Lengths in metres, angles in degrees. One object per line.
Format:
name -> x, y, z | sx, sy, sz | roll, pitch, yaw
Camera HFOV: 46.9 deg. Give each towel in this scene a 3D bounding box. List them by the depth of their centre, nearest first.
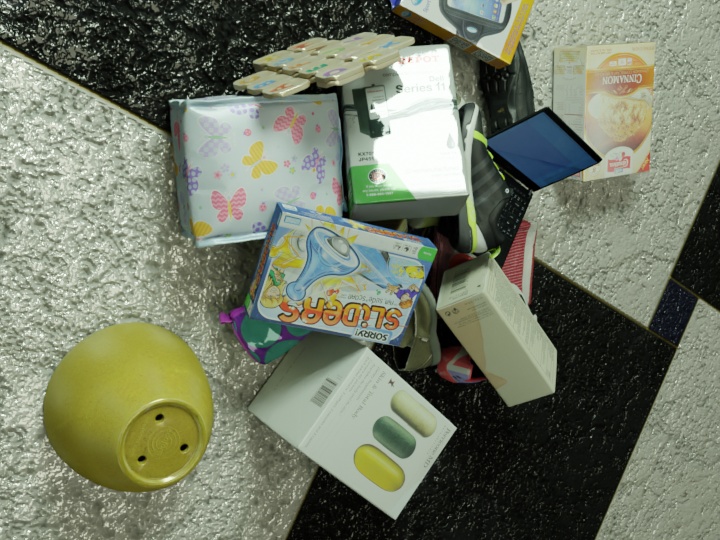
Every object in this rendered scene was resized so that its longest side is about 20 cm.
towel -> 0.191, -0.004, 1.266 | 0.198, 0.023, 0.146 | -5, 104, -31

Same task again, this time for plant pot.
plant pot -> -0.251, 0.176, 0.959 | 0.198, 0.142, 0.202 | -8, 105, -30

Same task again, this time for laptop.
laptop -> 0.226, -0.108, 1.171 | 0.177, 0.103, 0.202 | 26, 87, -45

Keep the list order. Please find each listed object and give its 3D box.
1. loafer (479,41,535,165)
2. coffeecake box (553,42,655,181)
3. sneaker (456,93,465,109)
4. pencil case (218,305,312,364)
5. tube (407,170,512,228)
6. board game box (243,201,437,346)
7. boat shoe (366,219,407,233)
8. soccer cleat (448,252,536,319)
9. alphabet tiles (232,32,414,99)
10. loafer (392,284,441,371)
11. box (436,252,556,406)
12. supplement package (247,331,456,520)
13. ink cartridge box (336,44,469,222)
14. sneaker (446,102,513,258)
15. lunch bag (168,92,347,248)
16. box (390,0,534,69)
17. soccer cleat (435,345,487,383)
loafer -> 0.218, -0.255, 1.204 | 0.070, 0.068, 0.203 | -24, 109, -49
coffeecake box -> 0.379, -0.250, 1.297 | 0.152, 0.073, 0.202 | -12, 108, -30
sneaker -> 0.101, -0.151, 1.139 | 0.115, 0.075, 0.202 | 40, 74, -31
pencil case -> -0.072, 0.031, 1.040 | 0.199, 0.085, 0.093 | -38, 124, 2
tube -> 0.153, -0.101, 1.206 | 0.199, 0.052, 0.058 | -12, 147, -35
board game box -> -0.023, 0.008, 0.976 | 0.198, 0.035, 0.136 | 12, 111, -23
boat shoe -> -0.002, -0.002, 1.122 | 0.202, 0.073, 0.063 | -57, 153, -14
soccer cleat -> 0.200, 0.038, 1.238 | 0.200, 0.068, 0.085 | 46, 39, -19
alphabet tiles -> -0.044, -0.243, 0.957 | 0.195, 0.200, 0.015 | -28, 120, -22
loafer -> 0.065, 0.073, 1.157 | 0.069, 0.075, 0.201 | -29, 130, -15
box -> 0.194, 0.085, 1.159 | 0.201, 0.077, 0.095 | 53, 32, -22
supplement package -> -0.010, 0.197, 1.109 | 0.200, 0.150, 0.152 | 44, 77, -32
ink cartridge box -> 0.048, -0.171, 1.031 | 0.145, 0.083, 0.202 | -5, 77, -5
sneaker -> 0.158, -0.117, 1.091 | 0.082, 0.072, 0.202 | -1, 97, -12
lunch bag -> -0.117, -0.123, 0.987 | 0.198, 0.127, 0.171 | -8, 104, -20
box -> 0.132, -0.369, 1.107 | 0.199, 0.041, 0.120 | 22, 86, -19
soccer cleat -> 0.201, 0.140, 1.265 | 0.199, 0.076, 0.067 | -1, 102, -40
